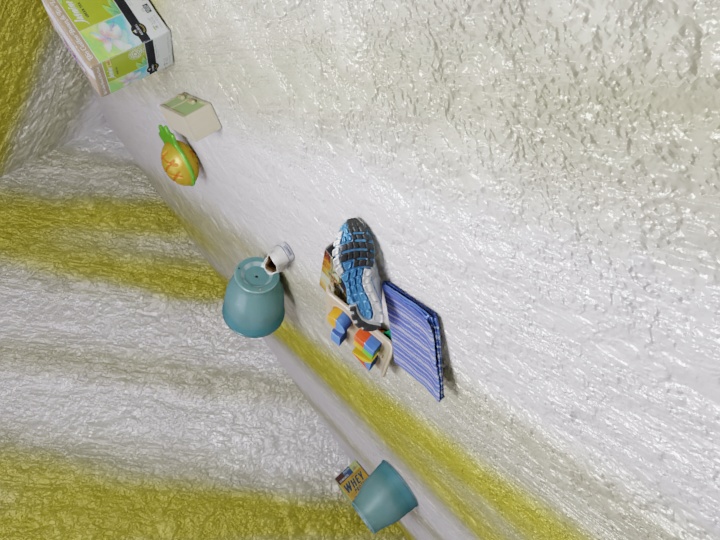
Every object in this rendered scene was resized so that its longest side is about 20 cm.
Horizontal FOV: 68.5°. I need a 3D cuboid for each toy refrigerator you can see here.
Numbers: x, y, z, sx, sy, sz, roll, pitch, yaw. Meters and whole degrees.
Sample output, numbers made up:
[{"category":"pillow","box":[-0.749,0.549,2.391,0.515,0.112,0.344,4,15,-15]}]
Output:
[{"category":"toy refrigerator","box":[-0.421,-0.381,1.296,0.199,0.075,0.071,33,152,48]}]

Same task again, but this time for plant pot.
[{"category":"plant pot","box":[0.077,0.834,1.917,0.200,0.187,0.202,45,158,24]},{"category":"plant pot","box":[-0.321,0.068,1.619,0.200,0.198,0.190,46,144,23]}]

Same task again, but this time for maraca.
[{"category":"maraca","box":[-0.571,-0.355,1.646,0.136,0.107,0.203,17,136,44]}]

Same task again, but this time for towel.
[{"category":"towel","box":[0.092,0.126,0.944,0.144,0.024,0.203,35,144,47]}]

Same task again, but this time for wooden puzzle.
[{"category":"wooden puzzle","box":[-0.016,0.143,1.144,0.199,0.046,0.186,42,158,16]}]

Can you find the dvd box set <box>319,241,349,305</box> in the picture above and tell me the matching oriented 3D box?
[{"category":"dvd box set","box":[-0.030,0.042,1.124,0.147,0.029,0.201,51,160,13]}]

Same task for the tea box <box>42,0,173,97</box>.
[{"category":"tea box","box":[-0.561,-0.541,1.185,0.202,0.195,0.133,54,161,-1]}]

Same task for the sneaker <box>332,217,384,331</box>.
[{"category":"sneaker","box":[0.000,0.000,0.936,0.087,0.073,0.204,-71,-26,-65]}]

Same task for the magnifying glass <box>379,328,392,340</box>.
[{"category":"magnifying glass","box":[0.062,0.139,1.082,0.199,0.022,0.081,10,131,61]}]

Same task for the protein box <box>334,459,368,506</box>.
[{"category":"protein box","box":[0.001,1.072,2.557,0.199,0.134,0.201,39,156,37]}]

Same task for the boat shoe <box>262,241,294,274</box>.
[{"category":"boat shoe","box":[-0.236,-0.023,1.443,0.072,0.069,0.199,56,160,-6]}]
